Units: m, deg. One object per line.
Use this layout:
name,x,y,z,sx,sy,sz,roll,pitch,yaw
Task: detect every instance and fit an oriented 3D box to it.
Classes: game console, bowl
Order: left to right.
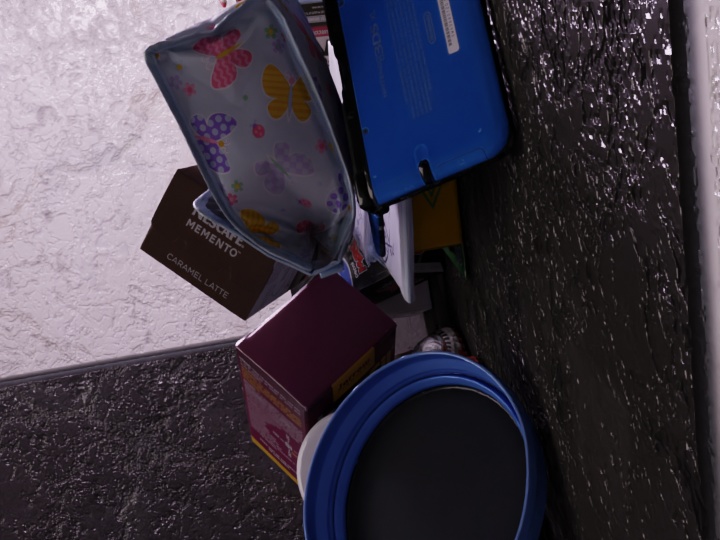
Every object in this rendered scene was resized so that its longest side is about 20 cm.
game console,0.037,-0.136,0.758,0.118,0.169,0.203,14,-120,-56
bowl,0.045,0.160,0.754,0.039,0.199,0.203,30,-143,-44

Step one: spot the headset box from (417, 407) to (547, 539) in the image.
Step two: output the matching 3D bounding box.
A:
headset box,0.094,0.220,0.852,0.201,0.076,0.150,89,170,-54

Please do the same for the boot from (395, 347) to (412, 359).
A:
boot,0.061,0.207,1.400,0.186,0.063,0.203,129,127,-87

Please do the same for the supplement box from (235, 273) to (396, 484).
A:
supplement box,-0.041,0.117,1.063,0.103,0.131,0.201,38,153,24

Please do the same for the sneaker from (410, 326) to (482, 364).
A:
sneaker,0.063,0.101,0.970,0.200,0.081,0.079,-143,44,-85

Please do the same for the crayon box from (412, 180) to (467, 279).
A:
crayon box,0.049,-0.101,0.931,0.126,0.051,0.203,-114,15,-72

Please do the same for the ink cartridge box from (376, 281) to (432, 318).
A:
ink cartridge box,0.035,-0.006,1.207,0.116,0.066,0.203,132,129,-83

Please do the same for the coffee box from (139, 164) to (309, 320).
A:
coffee box,-0.099,-0.038,0.946,0.080,0.113,0.200,-59,-5,16

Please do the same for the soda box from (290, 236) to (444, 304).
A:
soda box,0.000,0.000,1.097,0.199,0.070,0.064,-29,68,54

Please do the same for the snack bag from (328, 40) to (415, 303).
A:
snack bag,0.009,-0.089,0.923,0.201,0.021,0.191,-120,23,-56

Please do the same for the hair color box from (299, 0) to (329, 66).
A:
hair color box,-0.016,-0.211,1.185,0.061,0.097,0.203,-84,-11,-63

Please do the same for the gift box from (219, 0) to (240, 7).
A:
gift box,-0.095,-0.389,1.341,0.202,0.184,0.186,87,173,-48

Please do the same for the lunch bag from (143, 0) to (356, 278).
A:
lunch bag,-0.067,-0.099,0.799,0.170,0.126,0.202,-84,-31,-74

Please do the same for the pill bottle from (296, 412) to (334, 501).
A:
pill bottle,0.030,0.188,1.024,0.199,0.110,0.113,10,-112,-64
